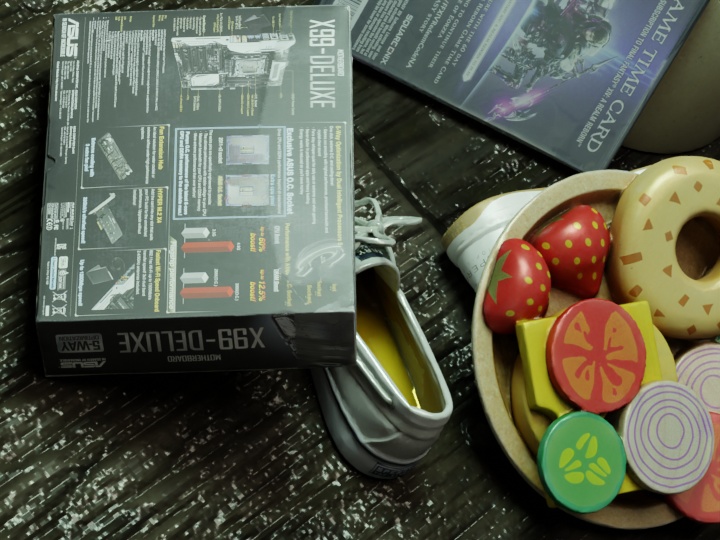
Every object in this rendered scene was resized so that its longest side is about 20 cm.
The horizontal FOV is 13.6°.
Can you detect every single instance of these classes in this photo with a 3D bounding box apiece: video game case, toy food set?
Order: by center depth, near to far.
[{"bbox_3d":[0.149,0.043,1.622,0.199,0.049,0.199,-10,89,-31],"label":"toy food set"},{"bbox_3d":[0.087,-0.153,1.714,0.199,0.143,0.019,25,18,-18],"label":"video game case"}]

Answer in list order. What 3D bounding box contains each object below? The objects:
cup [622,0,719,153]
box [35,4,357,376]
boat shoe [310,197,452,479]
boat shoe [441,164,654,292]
[{"bbox_3d":[0.186,-0.193,1.806,0.199,0.143,0.201,19,48,-23],"label":"cup"},{"bbox_3d":[-0.080,-0.044,1.523,0.156,0.050,0.201,-2,54,0],"label":"box"},{"bbox_3d":[-0.004,0.001,1.567,0.074,0.086,0.203,-3,60,-36],"label":"boat shoe"},{"bbox_3d":[0.140,-0.011,1.692,0.199,0.071,0.070,-12,65,-30],"label":"boat shoe"}]
